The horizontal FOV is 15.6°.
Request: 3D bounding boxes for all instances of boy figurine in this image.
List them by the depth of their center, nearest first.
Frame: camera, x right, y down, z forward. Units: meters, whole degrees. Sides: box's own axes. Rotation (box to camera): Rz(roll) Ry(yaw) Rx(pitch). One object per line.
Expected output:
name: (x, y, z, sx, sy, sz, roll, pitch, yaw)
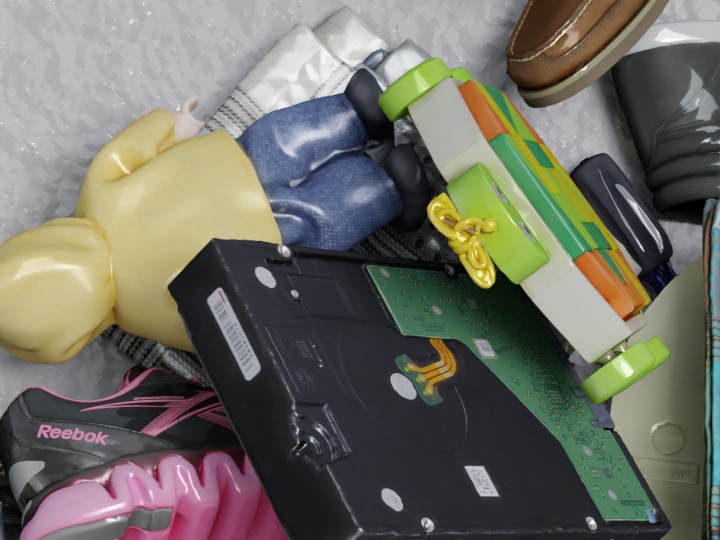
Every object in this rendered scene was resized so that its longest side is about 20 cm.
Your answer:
boy figurine: (-0.069, -0.011, 1.111, 0.199, 0.064, 0.125, -25, 72, -14)

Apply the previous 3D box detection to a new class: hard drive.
hard drive: (0.026, 0.057, 1.054, 0.200, 0.038, 0.140, 4, 49, -49)

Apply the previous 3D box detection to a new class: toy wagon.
toy wagon: (0.068, -0.018, 1.078, 0.040, 0.200, 0.155, -36, 84, 9)

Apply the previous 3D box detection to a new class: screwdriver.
screwdriver: (0.157, 0.033, 1.222, 0.028, 0.029, 0.200, -32, 91, -19)

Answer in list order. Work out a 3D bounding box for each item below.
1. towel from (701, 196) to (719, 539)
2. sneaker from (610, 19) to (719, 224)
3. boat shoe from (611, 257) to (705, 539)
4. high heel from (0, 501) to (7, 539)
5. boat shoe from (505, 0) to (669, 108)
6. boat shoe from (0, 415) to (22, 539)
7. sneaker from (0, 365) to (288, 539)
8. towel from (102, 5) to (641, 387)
towel: (0.208, 0.072, 1.120, 0.146, 0.022, 0.201, 21, 52, -20)
sneaker: (0.215, -0.067, 1.239, 0.199, 0.071, 0.100, -4, 81, -10)
boat shoe: (0.145, 0.085, 1.163, 0.073, 0.063, 0.202, 12, 66, 15)
high heel: (-0.239, 0.091, 1.058, 0.199, 0.071, 0.143, -18, 81, 10)
boat shoe: (0.115, -0.162, 1.221, 0.068, 0.072, 0.200, 50, 56, -26)
boat shoe: (-0.154, 0.114, 1.092, 0.070, 0.066, 0.201, -26, 86, -20)
sneaker: (-0.059, 0.071, 1.084, 0.199, 0.079, 0.096, -6, 46, -33)
towel: (0.000, 0.000, 1.169, 0.192, 0.035, 0.200, 41, 70, 3)
